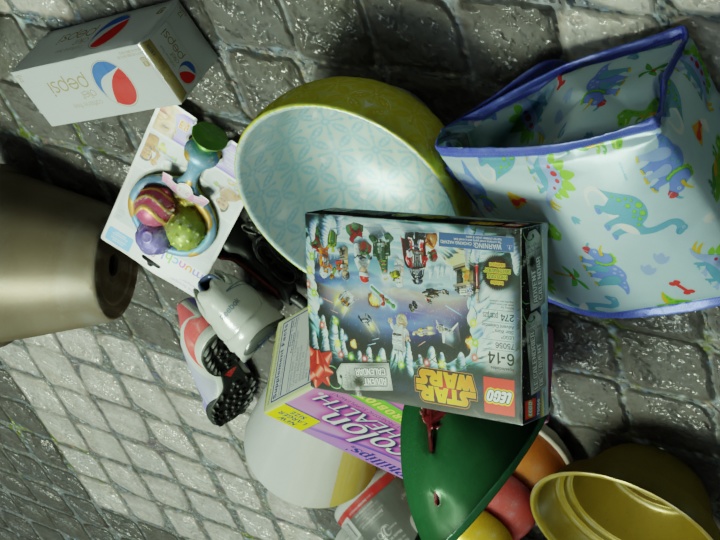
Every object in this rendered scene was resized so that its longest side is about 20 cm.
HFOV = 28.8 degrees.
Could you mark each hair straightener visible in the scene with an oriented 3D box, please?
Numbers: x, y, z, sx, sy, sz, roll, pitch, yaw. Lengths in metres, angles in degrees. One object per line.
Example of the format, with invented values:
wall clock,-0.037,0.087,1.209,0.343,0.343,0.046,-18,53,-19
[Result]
hair straightener,-0.108,-0.019,1.380,0.200,0.041,0.077,43,147,-3

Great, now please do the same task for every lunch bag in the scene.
lunch bag,0.172,-0.058,0.997,0.198,0.128,0.171,-15,125,38

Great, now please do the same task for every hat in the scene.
hat,0.041,0.104,1.125,0.176,0.201,0.166,40,174,-2

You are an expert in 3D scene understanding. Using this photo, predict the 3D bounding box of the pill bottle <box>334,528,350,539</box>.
pill bottle,0.039,0.380,1.651,0.200,0.109,0.110,49,170,52

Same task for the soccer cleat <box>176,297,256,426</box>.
soccer cleat,-0.167,0.105,1.595,0.073,0.068,0.201,46,159,28

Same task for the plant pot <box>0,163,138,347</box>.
plant pot,-0.337,-0.013,1.490,0.171,0.202,0.201,3,140,15

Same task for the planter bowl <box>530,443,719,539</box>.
planter bowl,0.266,0.223,1.321,0.198,0.084,0.202,23,147,16

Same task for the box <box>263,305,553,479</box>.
box,0.043,0.091,1.261,0.175,0.098,0.199,29,143,-29

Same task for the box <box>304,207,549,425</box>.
box,0.045,0.029,1.025,0.198,0.040,0.139,5,102,39

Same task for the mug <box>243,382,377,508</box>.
mug,-0.022,0.137,1.455,0.150,0.184,0.154,59,150,30

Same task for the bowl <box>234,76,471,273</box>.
bowl,0.009,-0.084,1.120,0.198,0.108,0.202,17,140,15

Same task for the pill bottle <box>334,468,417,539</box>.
pill bottle,0.073,0.308,1.526,0.200,0.113,0.114,49,151,15

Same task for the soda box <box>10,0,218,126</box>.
soda box,-0.222,-0.183,1.252,0.198,0.064,0.068,-3,133,43

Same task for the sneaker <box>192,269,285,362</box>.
sneaker,-0.126,0.034,1.407,0.087,0.075,0.200,45,173,-6

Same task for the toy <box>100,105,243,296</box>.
toy,-0.180,-0.057,1.337,0.114,0.047,0.201,32,128,-1

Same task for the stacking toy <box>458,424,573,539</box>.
stacking toy,0.113,0.241,1.374,0.145,0.201,0.147,23,146,17
